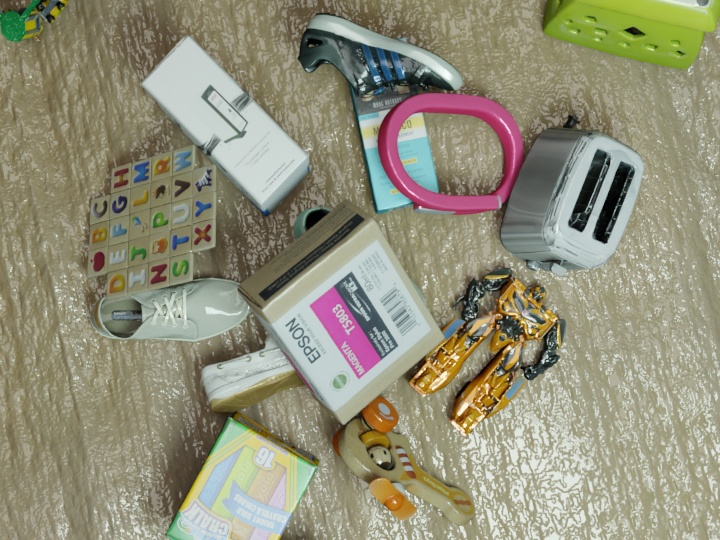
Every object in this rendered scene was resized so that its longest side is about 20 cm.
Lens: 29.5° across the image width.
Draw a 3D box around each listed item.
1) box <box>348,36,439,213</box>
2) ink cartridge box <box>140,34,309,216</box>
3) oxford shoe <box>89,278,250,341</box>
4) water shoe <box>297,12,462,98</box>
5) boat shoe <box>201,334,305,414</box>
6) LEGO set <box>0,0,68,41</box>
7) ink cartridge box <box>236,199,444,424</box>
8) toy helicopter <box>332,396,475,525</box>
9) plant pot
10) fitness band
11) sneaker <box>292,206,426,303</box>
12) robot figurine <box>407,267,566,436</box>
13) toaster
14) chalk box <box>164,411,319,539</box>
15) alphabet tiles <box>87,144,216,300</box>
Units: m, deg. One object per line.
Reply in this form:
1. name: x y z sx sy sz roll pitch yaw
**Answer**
1. box: 0.038 -0.177 1.675 0.081 0.049 0.202 -12 88 -3
2. ink cartridge box: -0.156 -0.169 1.621 0.200 0.146 0.084 45 87 2
3. oxford shoe: -0.230 0.050 1.651 0.197 0.058 0.076 -5 85 -3
4. water shoe: 0.022 -0.237 1.622 0.198 0.071 0.080 22 91 6
5. boat shoe: -0.096 0.106 1.645 0.198 0.071 0.070 -19 66 -14
6. LEGO set: -0.411 -0.382 1.661 0.200 0.116 0.154 40 116 4
7. ink cartridge box: -0.018 0.049 1.557 0.164 0.075 0.201 -40 125 -10
8. toy helicopter: 0.057 0.249 1.623 0.199 0.133 0.079 34 116 -17
9. plant pot: 0.342 -0.372 1.631 0.198 0.181 0.201 13 87 0
10. fitness band: 0.112 -0.141 1.644 0.198 0.037 0.145 0 82 -28
11. sneaker: -0.001 0.000 1.630 0.200 0.118 0.074 39 85 -1
12. robot figurine: 0.159 0.096 1.660 0.145 0.058 0.200 42 87 0
13. toaster: 0.257 -0.091 1.628 0.113 0.129 0.202 25 86 -21
14. chalk box: -0.146 0.286 1.608 0.123 0.124 0.201 28 87 0
15. alphabet tiles: -0.248 -0.057 1.614 0.198 0.006 0.168 -12 70 32
